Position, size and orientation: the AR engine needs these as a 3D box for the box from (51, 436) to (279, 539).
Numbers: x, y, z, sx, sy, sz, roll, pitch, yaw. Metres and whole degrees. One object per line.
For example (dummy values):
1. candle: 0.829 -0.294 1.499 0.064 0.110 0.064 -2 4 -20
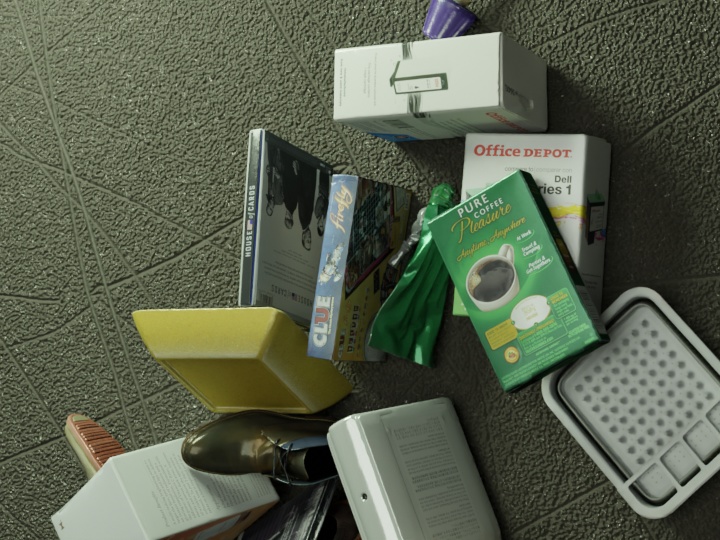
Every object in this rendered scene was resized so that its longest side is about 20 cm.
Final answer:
1. box: -0.222 0.273 1.797 0.152 0.199 0.107 -44 68 39

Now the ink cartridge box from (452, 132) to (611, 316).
1. ink cartridge box: 0.184 -0.046 1.691 0.144 0.084 0.202 3 89 28

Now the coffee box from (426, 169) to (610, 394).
1. coffee box: 0.163 0.010 1.627 0.123 0.044 0.201 -32 75 23

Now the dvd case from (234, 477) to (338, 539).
1. dvd case: -0.105 0.325 1.764 0.016 0.149 0.200 38 134 -16

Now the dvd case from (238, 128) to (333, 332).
1. dvd case: -0.082 -0.042 1.776 0.025 0.150 0.202 -4 74 30

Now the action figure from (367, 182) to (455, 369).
1. action figure: 0.069 -0.001 1.751 0.054 0.118 0.202 15 85 39

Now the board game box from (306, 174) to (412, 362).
1. board game box: 0.000 0.000 1.756 0.034 0.135 0.202 9 90 28

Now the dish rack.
1. dish rack: 0.304 0.137 1.639 0.172 0.043 0.200 -47 68 18

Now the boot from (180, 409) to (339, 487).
1. boot: -0.094 0.196 1.738 0.198 0.097 0.075 -4 96 -16

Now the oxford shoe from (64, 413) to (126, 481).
1. oxford shoe: -0.317 0.268 1.940 0.074 0.071 0.201 -44 68 21

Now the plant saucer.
1. plant saucer: -0.136 0.111 1.783 0.198 0.200 0.049 -2 60 27

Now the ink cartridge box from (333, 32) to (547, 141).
1. ink cartridge box: 0.090 -0.197 1.717 0.198 0.146 0.085 -2 83 26

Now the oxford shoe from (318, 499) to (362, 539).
1. oxford shoe: -0.082 0.328 1.810 0.200 0.072 0.071 -42 70 19

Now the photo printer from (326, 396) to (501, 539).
1. photo printer: 0.063 0.245 1.692 0.069 0.166 0.201 -33 72 41

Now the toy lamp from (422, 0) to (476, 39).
1. toy lamp: 0.134 -0.343 1.755 0.058 0.058 0.201 35 102 25
